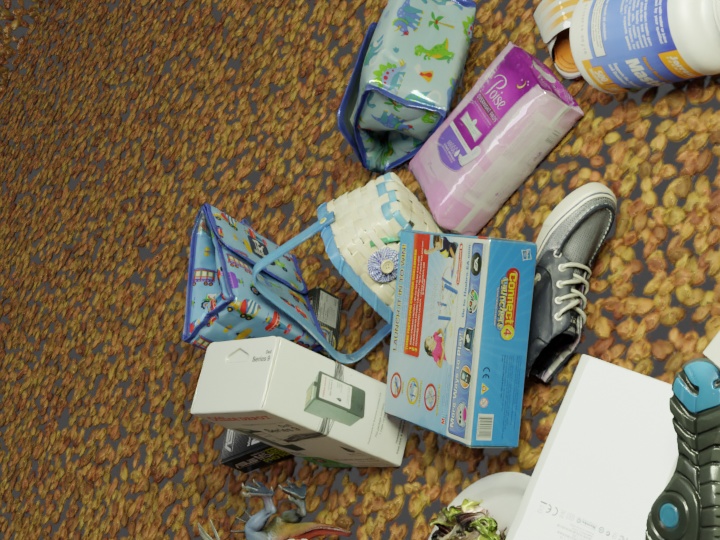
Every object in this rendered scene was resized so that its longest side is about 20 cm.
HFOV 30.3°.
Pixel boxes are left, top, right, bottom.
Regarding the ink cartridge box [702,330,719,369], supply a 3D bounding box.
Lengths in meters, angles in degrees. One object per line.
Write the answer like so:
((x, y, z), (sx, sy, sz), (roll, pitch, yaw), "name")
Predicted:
((0.369, 0.057, 0.997), (0.201, 0.128, 0.125), (-54, 34, 12), "ink cartridge box")

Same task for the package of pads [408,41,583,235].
((0.147, -0.144, 1.495), (0.200, 0.075, 0.121), (-49, 38, 20), "package of pads")

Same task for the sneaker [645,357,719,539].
((0.290, 0.172, 1.084), (0.073, 0.081, 0.202), (19, 102, 49), "sneaker")

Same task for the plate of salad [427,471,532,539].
((0.114, 0.285, 1.260), (0.200, 0.048, 0.201), (-33, 44, 38), "plate of salad")

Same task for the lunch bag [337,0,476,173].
((0.052, -0.232, 1.639), (0.200, 0.127, 0.171), (114, 174, -68), "lunch bag")

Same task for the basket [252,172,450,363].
((0.000, 0.000, 1.504), (0.200, 0.176, 0.140), (-37, 32, 20), "basket")

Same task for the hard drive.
((0.216, 0.188, 1.176), (0.131, 0.025, 0.201), (19, 82, 39), "hard drive")

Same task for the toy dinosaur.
((-0.124, 0.328, 1.527), (0.200, 0.104, 0.183), (34, 116, 45), "toy dinosaur")

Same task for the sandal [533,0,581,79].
((0.228, -0.303, 1.509), (0.079, 0.059, 0.208), (-36, 41, 35), "sandal")

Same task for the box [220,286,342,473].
((-0.099, 0.137, 1.659), (0.160, 0.044, 0.201), (-24, 49, 43), "box")

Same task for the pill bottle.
((0.312, -0.242, 1.304), (0.199, 0.112, 0.113), (-4, 64, 53), "pill bottle")

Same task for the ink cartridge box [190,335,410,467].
((-0.064, 0.148, 1.461), (0.145, 0.199, 0.085), (-11, 59, 51), "ink cartridge box")

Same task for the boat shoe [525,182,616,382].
((0.205, 0.018, 1.312), (0.201, 0.074, 0.093), (-60, 36, 21), "boat shoe")

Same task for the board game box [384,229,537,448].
((0.097, 0.063, 1.348), (0.196, 0.055, 0.202), (-169, 84, -66), "board game box")

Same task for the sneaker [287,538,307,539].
((-0.099, 0.363, 1.482), (0.199, 0.081, 0.077), (-24, 43, 17), "sneaker")

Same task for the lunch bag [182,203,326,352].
((-0.136, 0.016, 1.619), (0.094, 0.150, 0.201), (-41, 39, 27), "lunch bag")
